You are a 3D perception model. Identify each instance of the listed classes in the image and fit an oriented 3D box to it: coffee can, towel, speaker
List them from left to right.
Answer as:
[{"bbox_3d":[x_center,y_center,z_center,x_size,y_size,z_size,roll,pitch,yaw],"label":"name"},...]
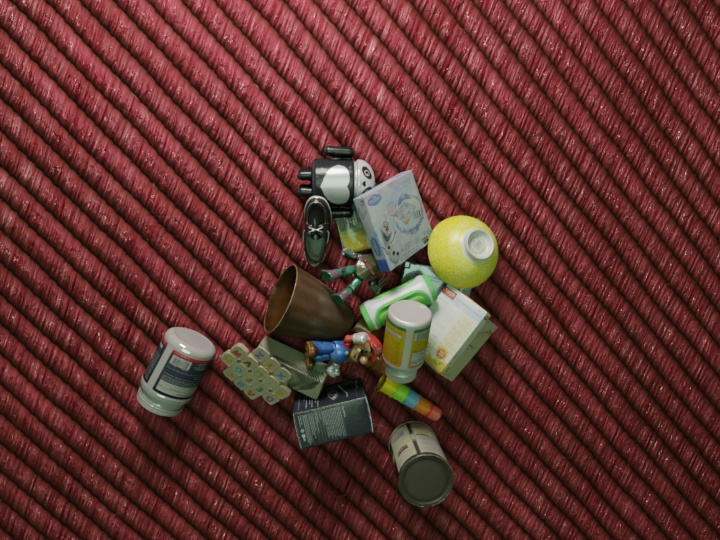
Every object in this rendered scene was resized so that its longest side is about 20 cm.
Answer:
[{"bbox_3d":[0.031,-0.131,1.374,0.199,0.023,0.144,-12,98,-2],"label":"towel"},{"bbox_3d":[0.100,0.085,1.344,0.199,0.088,0.089,-25,99,0],"label":"speaker"},{"bbox_3d":[0.161,0.523,1.387,0.146,0.200,0.147,-1,98,-4],"label":"coffee can"}]

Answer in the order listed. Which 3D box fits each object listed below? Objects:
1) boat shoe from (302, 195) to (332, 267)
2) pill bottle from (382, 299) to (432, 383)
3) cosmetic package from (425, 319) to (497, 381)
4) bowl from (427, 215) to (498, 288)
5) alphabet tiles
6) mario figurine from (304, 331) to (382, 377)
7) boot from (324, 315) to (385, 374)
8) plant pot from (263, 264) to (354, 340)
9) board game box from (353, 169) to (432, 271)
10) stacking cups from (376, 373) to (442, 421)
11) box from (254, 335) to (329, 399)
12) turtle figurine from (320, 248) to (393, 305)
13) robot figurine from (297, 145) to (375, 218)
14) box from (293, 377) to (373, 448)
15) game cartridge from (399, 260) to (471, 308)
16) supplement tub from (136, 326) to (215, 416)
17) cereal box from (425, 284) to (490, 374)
[{"bbox_3d":[-0.115,-0.096,1.301,0.074,0.060,0.201,8,131,-4],"label":"boat shoe"},{"bbox_3d":[0.115,0.186,1.292,0.112,0.113,0.201,2,120,-5],"label":"pill bottle"},{"bbox_3d":[0.272,0.196,1.394,0.200,0.073,0.103,-51,134,5],"label":"cosmetic package"},{"bbox_3d":[0.289,-0.058,1.328,0.199,0.108,0.201,3,79,-17],"label":"bowl"},{"bbox_3d":[-0.280,0.280,1.355,0.195,0.015,0.200,-33,107,36],"label":"alphabet tiles"},{"bbox_3d":[-0.037,0.216,1.292,0.199,0.123,0.106,-6,81,-15],"label":"mario figurine"},{"bbox_3d":[0.002,0.242,1.401,0.155,0.074,0.200,39,95,-11],"label":"boot"},{"bbox_3d":[-0.124,0.107,1.333,0.199,0.187,0.187,24,96,-24],"label":"plant pot"},{"bbox_3d":[0.092,-0.130,1.301,0.200,0.043,0.200,-34,112,-38],"label":"board game box"},{"bbox_3d":[0.144,0.361,1.434,0.200,0.061,0.061,30,95,-9],"label":"stacking cups"},{"bbox_3d":[-0.187,0.261,1.358,0.199,0.068,0.082,23,127,5],"label":"box"},{"bbox_3d":[0.000,0.000,1.315,0.200,0.101,0.150,-31,83,-33],"label":"turtle figurine"},{"bbox_3d":[-0.062,-0.226,1.300,0.199,0.150,0.125,0,56,-4],"label":"robot figurine"},{"bbox_3d":[-0.075,0.385,1.376,0.199,0.148,0.105,-11,99,-2],"label":"box"},{"bbox_3d":[0.205,0.057,1.408,0.199,0.040,0.134,12,93,-6],"label":"game cartridge"},{"bbox_3d":[-0.486,0.264,1.332,0.140,0.140,0.200,29,95,-8],"label":"supplement tub"},{"bbox_3d":[0.229,0.154,1.344,0.200,0.144,0.039,-52,142,4],"label":"cereal box"}]
